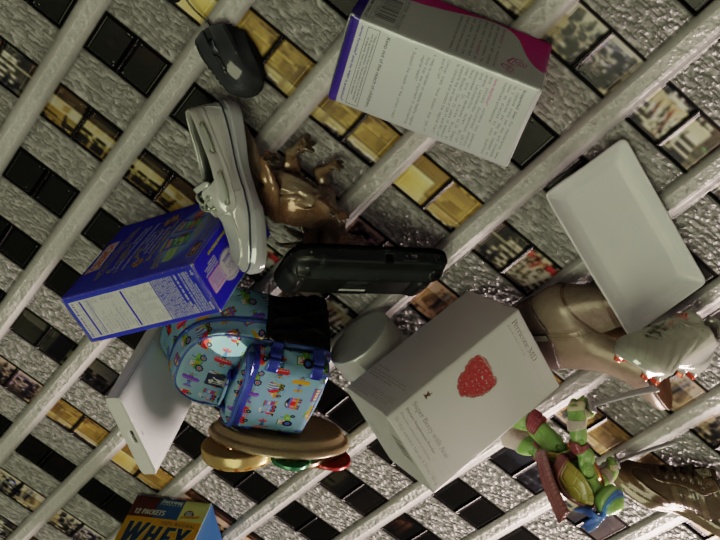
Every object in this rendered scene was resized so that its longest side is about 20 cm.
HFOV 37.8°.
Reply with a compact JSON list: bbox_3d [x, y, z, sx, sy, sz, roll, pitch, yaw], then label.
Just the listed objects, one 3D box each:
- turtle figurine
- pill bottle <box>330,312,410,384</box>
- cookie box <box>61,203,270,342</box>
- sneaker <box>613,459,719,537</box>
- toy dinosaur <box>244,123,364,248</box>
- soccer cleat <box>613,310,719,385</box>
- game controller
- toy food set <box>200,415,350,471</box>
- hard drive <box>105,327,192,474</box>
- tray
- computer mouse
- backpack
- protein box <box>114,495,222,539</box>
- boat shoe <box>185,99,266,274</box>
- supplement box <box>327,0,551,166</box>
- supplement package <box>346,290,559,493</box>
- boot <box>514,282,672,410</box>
[{"bbox_3d":[0.275,0.205,1.313,0.193,0.143,0.201,28,96,38],"label":"turtle figurine"},{"bbox_3d":[0.056,0.155,1.348,0.109,0.110,0.200,-25,116,32],"label":"pill bottle"},{"bbox_3d":[-0.234,-0.006,1.280,0.199,0.172,0.076,-13,119,27],"label":"cookie box"},{"bbox_3d":[0.422,0.277,1.366,0.199,0.071,0.076,24,110,-4],"label":"sneaker"},{"bbox_3d":[-0.081,-0.077,1.235,0.199,0.086,0.136,35,136,-3],"label":"toy dinosaur"},{"bbox_3d":[0.342,0.078,1.166,0.069,0.199,0.078,36,109,34],"label":"soccer cleat"},{"bbox_3d":[0.000,0.000,1.235,0.198,0.043,0.104,3,163,-22],"label":"game controller"},{"bbox_3d":[-0.109,0.231,1.417,0.196,0.200,0.049,7,95,1],"label":"toy food set"},{"bbox_3d":[-0.262,0.147,1.386,0.026,0.201,0.133,-3,126,20],"label":"hard drive"},{"bbox_3d":[0.289,-0.036,1.153,0.107,0.022,0.201,-35,109,1],"label":"tray"},{"bbox_3d":[-0.173,-0.269,1.145,0.058,0.034,0.200,-25,115,33],"label":"computer mouse"},{"bbox_3d":[-0.152,0.110,1.332,0.198,0.135,0.183,13,134,-20],"label":"backpack"},{"bbox_3d":[-0.310,0.505,1.679,0.134,0.199,0.201,2,127,16],"label":"protein box"},{"bbox_3d":[-0.158,-0.091,1.198,0.073,0.066,0.202,-23,78,64],"label":"boat shoe"},{"bbox_3d":[0.081,-0.203,1.069,0.198,0.102,0.104,21,130,2],"label":"supplement box"},{"bbox_3d":[0.108,0.137,1.241,0.122,0.200,0.120,58,165,-22],"label":"supplement package"},{"bbox_3d":[0.276,0.096,1.263,0.145,0.070,0.201,-14,116,29],"label":"boot"}]
